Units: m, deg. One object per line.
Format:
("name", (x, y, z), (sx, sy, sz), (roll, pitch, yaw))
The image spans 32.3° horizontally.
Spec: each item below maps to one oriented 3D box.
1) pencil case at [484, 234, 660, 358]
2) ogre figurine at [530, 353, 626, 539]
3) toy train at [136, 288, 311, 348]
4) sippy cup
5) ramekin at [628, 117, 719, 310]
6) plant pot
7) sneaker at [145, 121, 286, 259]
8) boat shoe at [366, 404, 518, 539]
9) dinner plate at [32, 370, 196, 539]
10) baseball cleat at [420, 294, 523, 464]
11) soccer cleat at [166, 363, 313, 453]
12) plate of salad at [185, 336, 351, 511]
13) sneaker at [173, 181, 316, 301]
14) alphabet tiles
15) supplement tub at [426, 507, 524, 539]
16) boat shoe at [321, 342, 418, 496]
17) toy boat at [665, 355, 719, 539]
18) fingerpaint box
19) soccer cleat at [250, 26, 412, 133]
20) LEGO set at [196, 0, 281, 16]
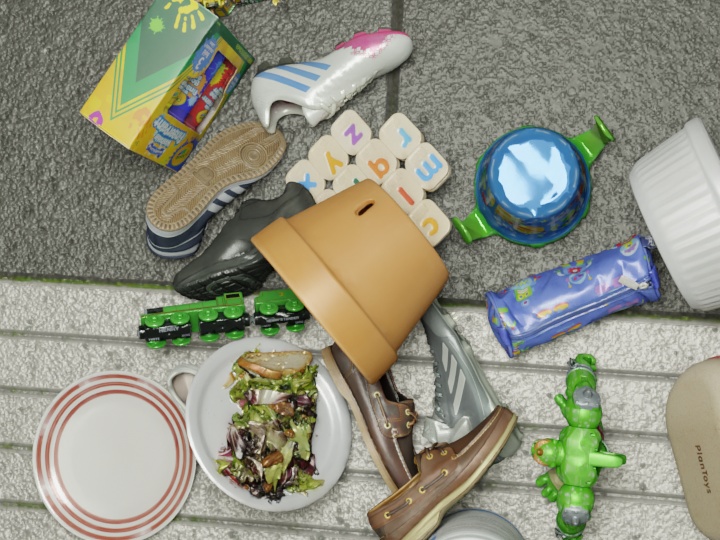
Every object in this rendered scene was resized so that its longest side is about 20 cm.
("pencil case", (0.237, 0.029, 1.372), (0.198, 0.087, 0.079), (-22, 106, 6))
("ogre figurine", (0.236, 0.194, 1.344), (0.097, 0.120, 0.202), (24, 89, 8))
("toy train", (-0.155, 0.051, 1.411), (0.198, 0.057, 0.042), (-6, 123, -11))
("sippy cup", (0.189, -0.099, 1.362), (0.138, 0.130, 0.180), (20, 90, 8))
("ramekin", (0.358, -0.051, 1.310), (0.094, 0.202, 0.204), (-25, 84, 16))
("plant pot", (0.000, 0.000, 1.309), (0.140, 0.200, 0.201), (-40, 83, -2))
("sneaker", (-0.173, -0.090, 1.445), (0.070, 0.109, 0.200), (45, 63, 10))
("boat shoe", (0.087, 0.217, 1.333), (0.068, 0.072, 0.200), (43, 90, 5))
("dinner plate", (-0.287, 0.218, 1.458), (0.198, 0.024, 0.203), (0, 88, 7))
("baseball cleat", (0.098, 0.132, 1.391), (0.106, 0.070, 0.201), (-32, 83, 4))
("soccer cleat", (-0.140, 0.177, 1.414), (0.199, 0.078, 0.070), (35, 91, 7))
("plate of salad", (-0.096, 0.165, 1.377), (0.198, 0.048, 0.202), (12, 62, -23))
("sneaker", (-0.130, -0.031, 1.434), (0.199, 0.076, 0.091), (-26, 63, 10))
("alphabet tiles", (0.008, -0.077, 1.417), (0.200, 0.015, 0.196), (-46, 68, 13))
("supplement tub", (0.118, 0.328, 1.311), (0.130, 0.200, 0.134), (0, 86, 7))
("boat shoe", (0.028, 0.160, 1.397), (0.070, 0.070, 0.201), (-28, 84, 9))
("toy boat", (0.417, 0.188, 1.336), (0.130, 0.130, 0.202), (-11, 85, -24))
("fingerpaint box", (-0.207, -0.206, 1.383), (0.073, 0.200, 0.168), (35, 91, 7))
("soccer cleat", (-0.030, -0.211, 1.424), (0.198, 0.070, 0.087), (-15, 69, 14))
("LEGO set", (-0.116, -0.376, 1.422), (0.198, 0.116, 0.156), (0, 87, 7))
